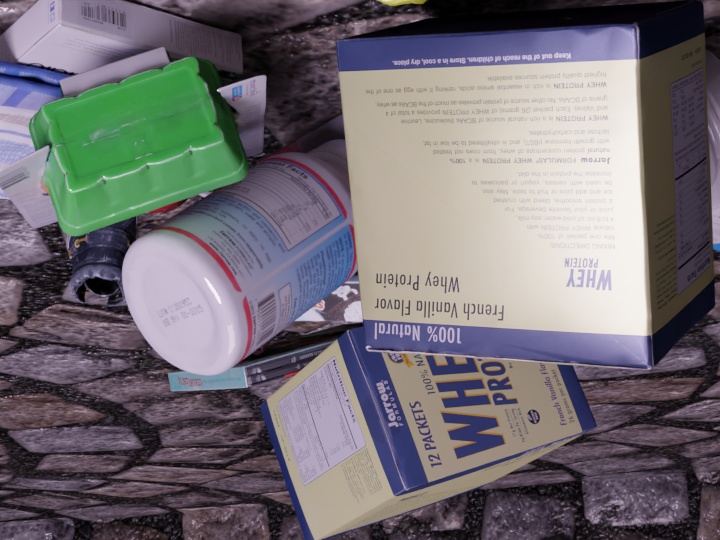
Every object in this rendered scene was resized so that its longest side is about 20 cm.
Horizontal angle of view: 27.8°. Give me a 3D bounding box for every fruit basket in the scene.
[{"bbox_3d":[-0.153,-0.082,1.002,0.184,0.095,0.200,-19,179,-7],"label":"fruit basket"}]

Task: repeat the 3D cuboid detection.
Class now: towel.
[{"bbox_3d":[-0.260,-0.097,1.052,0.146,0.024,0.200,8,159,-33],"label":"towel"}]

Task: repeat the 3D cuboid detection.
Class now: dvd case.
[{"bbox_3d":[-0.056,0.075,1.315,0.199,0.022,0.146,-13,-178,-34],"label":"dvd case"}]

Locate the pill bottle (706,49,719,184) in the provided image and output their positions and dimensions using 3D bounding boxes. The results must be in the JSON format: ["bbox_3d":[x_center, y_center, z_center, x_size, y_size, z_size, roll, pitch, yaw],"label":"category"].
[{"bbox_3d":[0.185,-0.080,1.073,0.199,0.110,0.109,-31,160,1],"label":"pill bottle"}]

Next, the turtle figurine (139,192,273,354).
[{"bbox_3d":[-0.088,-0.041,1.295,0.192,0.201,0.145,-19,143,-15],"label":"turtle figurine"}]

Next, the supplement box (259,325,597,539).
[{"bbox_3d":[0.053,0.124,1.243,0.199,0.135,0.200,-13,165,-30],"label":"supplement box"}]

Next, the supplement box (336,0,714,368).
[{"bbox_3d":[0.109,-0.058,0.923,0.198,0.202,0.134,2,-165,30],"label":"supplement box"}]

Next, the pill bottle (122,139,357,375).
[{"bbox_3d":[-0.066,-0.017,1.037,0.108,0.109,0.200,-23,-171,48],"label":"pill bottle"}]

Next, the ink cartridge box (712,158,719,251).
[{"bbox_3d":[0.364,-0.083,1.214,0.199,0.087,0.146,-21,156,41],"label":"ink cartridge box"}]

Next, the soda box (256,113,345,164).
[{"bbox_3d":[0.008,-0.092,1.126,0.063,0.071,0.199,-24,-179,-41],"label":"soda box"}]

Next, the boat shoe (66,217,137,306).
[{"bbox_3d":[-0.242,-0.003,1.346,0.070,0.092,0.200,7,160,-8],"label":"boat shoe"}]

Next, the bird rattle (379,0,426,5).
[{"bbox_3d":[0.075,-0.202,0.834,0.199,0.114,0.162,-6,180,-37],"label":"bird rattle"}]

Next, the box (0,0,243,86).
[{"bbox_3d":[-0.196,-0.134,1.042,0.143,0.037,0.199,11,159,-36],"label":"box"}]

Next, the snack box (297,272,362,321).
[{"bbox_3d":[0.000,0.000,1.144,0.198,0.037,0.116,0,-156,23],"label":"snack box"}]
